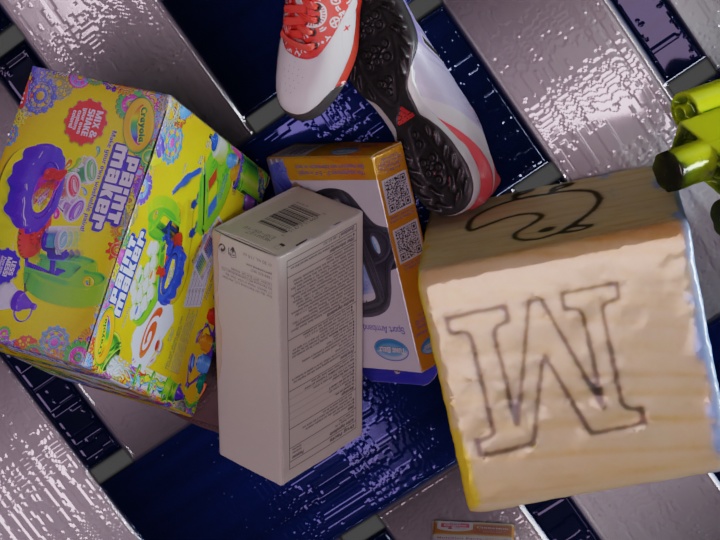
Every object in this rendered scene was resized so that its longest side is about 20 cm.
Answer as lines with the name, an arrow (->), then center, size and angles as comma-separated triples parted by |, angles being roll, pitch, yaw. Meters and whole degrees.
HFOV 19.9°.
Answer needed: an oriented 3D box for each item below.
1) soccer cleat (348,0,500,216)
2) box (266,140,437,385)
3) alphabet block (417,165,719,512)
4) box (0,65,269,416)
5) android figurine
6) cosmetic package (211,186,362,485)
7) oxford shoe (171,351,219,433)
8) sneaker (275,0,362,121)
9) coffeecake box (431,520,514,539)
soccer cleat -> 0.045, -0.138, 1.585 | 0.068, 0.073, 0.201 | -29, 85, 32
box -> 0.000, 0.000, 1.606 | 0.119, 0.041, 0.202 | 2, 110, 44
alphabet block -> 0.162, 0.048, 1.558 | 0.198, 0.195, 0.198 | -11, 104, 7
box -> -0.181, -0.018, 1.521 | 0.121, 0.193, 0.201 | 14, 80, 22
android figurine -> 0.316, -0.083, 1.514 | 0.199, 0.182, 0.041 | -19, 137, -32
cosmetic package -> -0.054, 0.050, 1.582 | 0.073, 0.103, 0.201 | 23, 124, 34
oxford shoe -> -0.148, 0.091, 1.661 | 0.199, 0.073, 0.071 | 29, 107, -4
sneaker -> -0.039, -0.216, 1.524 | 0.067, 0.108, 0.203 | 28, 99, 33
coffeecake box -> 0.084, 0.311, 1.639 | 0.072, 0.200, 0.155 | 3, 107, 4
